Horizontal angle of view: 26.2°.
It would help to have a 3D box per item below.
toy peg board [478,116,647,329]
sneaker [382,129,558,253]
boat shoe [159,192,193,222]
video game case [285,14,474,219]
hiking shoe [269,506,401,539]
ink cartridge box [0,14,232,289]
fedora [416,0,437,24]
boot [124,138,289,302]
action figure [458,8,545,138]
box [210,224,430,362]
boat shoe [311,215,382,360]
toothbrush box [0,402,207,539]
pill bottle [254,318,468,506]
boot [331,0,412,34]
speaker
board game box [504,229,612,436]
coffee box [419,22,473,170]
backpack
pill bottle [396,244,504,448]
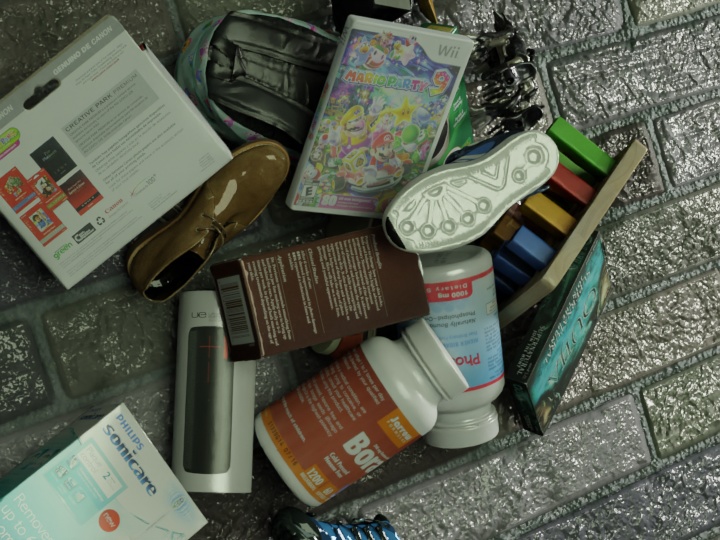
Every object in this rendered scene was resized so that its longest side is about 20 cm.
[{"bbox_3d":[0.186,-0.055,1.671,0.098,0.200,0.199,37,68,-1],"label":"toy peg board"},{"bbox_3d":[0.097,-0.075,1.554,0.200,0.146,0.081,-30,95,-13],"label":"sneaker"},{"bbox_3d":[-0.196,-0.107,1.533,0.200,0.060,0.072,47,66,-16],"label":"boat shoe"},{"bbox_3d":[0.019,-0.145,1.515,0.143,0.018,0.200,4,117,-33],"label":"video game case"},{"bbox_3d":[-0.010,0.284,1.592,0.200,0.074,0.087,38,60,-30],"label":"hiking shoe"},{"bbox_3d":[-0.252,-0.116,1.446,0.200,0.084,0.176,-38,105,1],"label":"ink cartridge box"},{"bbox_3d":[0.080,-0.362,1.640,0.082,0.201,0.201,-16,93,7],"label":"fedora"},{"bbox_3d":[-0.141,-0.043,1.499,0.200,0.075,0.074,-43,119,5],"label":"boot"},{"bbox_3d":[0.147,-0.213,1.698,0.102,0.200,0.119,-16,112,7],"label":"action figure"},{"bbox_3d":[-0.038,0.018,1.514,0.200,0.075,0.100,-13,91,-30],"label":"box"},{"bbox_3d":[0.000,0.000,1.623,0.063,0.071,0.200,20,75,-33],"label":"boat shoe"},{"bbox_3d":[-0.268,0.240,1.442,0.200,0.085,0.146,-38,103,-28],"label":"toothbrush box"},{"bbox_3d":[0.003,0.137,1.541,0.200,0.112,0.112,-35,103,4],"label":"pill bottle"},{"bbox_3d":[0.001,-0.326,1.580,0.066,0.200,0.165,-16,92,-7],"label":"boot"},{"bbox_3d":[-0.143,0.119,1.527,0.081,0.081,0.200,6,82,-28],"label":"speaker"},{"bbox_3d":[0.223,0.068,1.711,0.200,0.028,0.135,-61,153,-21],"label":"board game box"},{"bbox_3d":[0.070,-0.145,1.624,0.123,0.044,0.200,-51,142,-38],"label":"coffee box"},{"bbox_3d":[-0.087,-0.181,1.563,0.200,0.127,0.167,18,75,-29],"label":"backpack"},{"bbox_3d":[0.095,0.080,1.632,0.109,0.109,0.200,-15,105,-29],"label":"pill bottle"}]
